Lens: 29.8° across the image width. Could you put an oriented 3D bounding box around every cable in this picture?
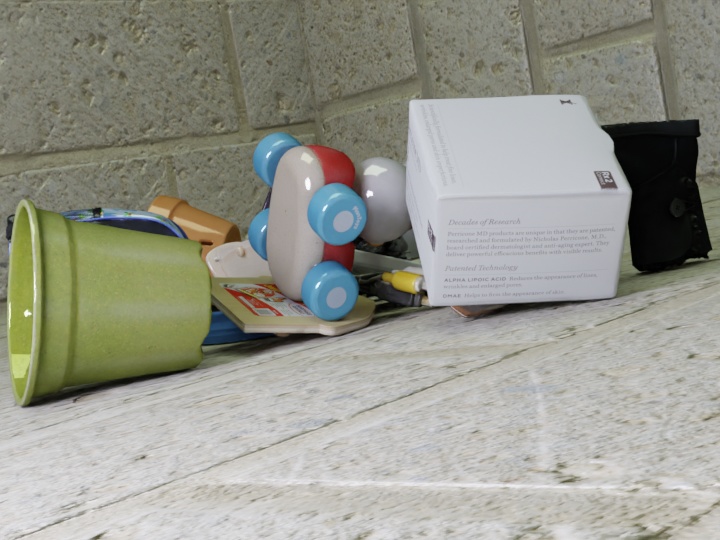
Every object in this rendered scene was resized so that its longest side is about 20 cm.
[{"bbox_3d":[0.020,0.006,1.602,0.198,0.051,0.097,15,7,25],"label":"cable"}]

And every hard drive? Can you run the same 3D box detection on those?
[{"bbox_3d":[0.000,0.000,1.707,0.197,0.027,0.131,12,-12,-25],"label":"hard drive"}]

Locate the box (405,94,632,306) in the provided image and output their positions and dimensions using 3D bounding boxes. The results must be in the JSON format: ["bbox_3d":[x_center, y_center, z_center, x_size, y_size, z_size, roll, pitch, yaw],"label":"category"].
[{"bbox_3d":[0.154,-0.076,1.388,0.197,0.132,0.200,-2,35,-6],"label":"box"}]

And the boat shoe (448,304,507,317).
[{"bbox_3d":[0.139,0.011,1.473,0.072,0.076,0.200,-52,-10,32],"label":"boat shoe"}]

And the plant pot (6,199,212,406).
[{"bbox_3d":[-0.252,0.032,1.363,0.181,0.204,0.200,0,-1,-22],"label":"plant pot"}]

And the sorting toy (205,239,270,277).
[{"bbox_3d":[-0.095,-0.024,1.948,0.179,0.108,0.199,-29,7,-30],"label":"sorting toy"}]

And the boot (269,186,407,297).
[{"bbox_3d":[-0.027,-0.046,1.825,0.161,0.201,0.073,-18,9,-23],"label":"boot"}]

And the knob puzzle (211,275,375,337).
[{"bbox_3d":[-0.073,0.047,1.542,0.216,0.031,0.220,8,13,-2],"label":"knob puzzle"}]

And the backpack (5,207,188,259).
[{"bbox_3d":[-0.280,0.020,1.516,0.197,0.186,0.147,-6,4,-3],"label":"backpack"}]

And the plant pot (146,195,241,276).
[{"bbox_3d":[-0.288,-0.019,2.322,0.138,0.203,0.200,8,7,11],"label":"plant pot"}]

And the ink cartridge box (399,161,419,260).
[{"bbox_3d":[0.000,-0.080,2.033,0.082,0.149,0.199,-13,7,-35],"label":"ink cartridge box"}]

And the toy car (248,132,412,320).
[{"bbox_3d":[-0.002,-0.059,1.538,0.197,0.179,0.184,-7,28,-26],"label":"toy car"}]

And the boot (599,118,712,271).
[{"bbox_3d":[0.316,-0.083,1.543,0.197,0.171,0.076,-6,1,-28],"label":"boot"}]

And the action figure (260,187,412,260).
[{"bbox_3d":[-0.025,-0.052,1.693,0.198,0.070,0.130,22,-20,-10],"label":"action figure"}]

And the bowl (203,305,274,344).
[{"bbox_3d":[-0.113,0.053,1.692,0.197,0.040,0.201,-10,3,0],"label":"bowl"}]
